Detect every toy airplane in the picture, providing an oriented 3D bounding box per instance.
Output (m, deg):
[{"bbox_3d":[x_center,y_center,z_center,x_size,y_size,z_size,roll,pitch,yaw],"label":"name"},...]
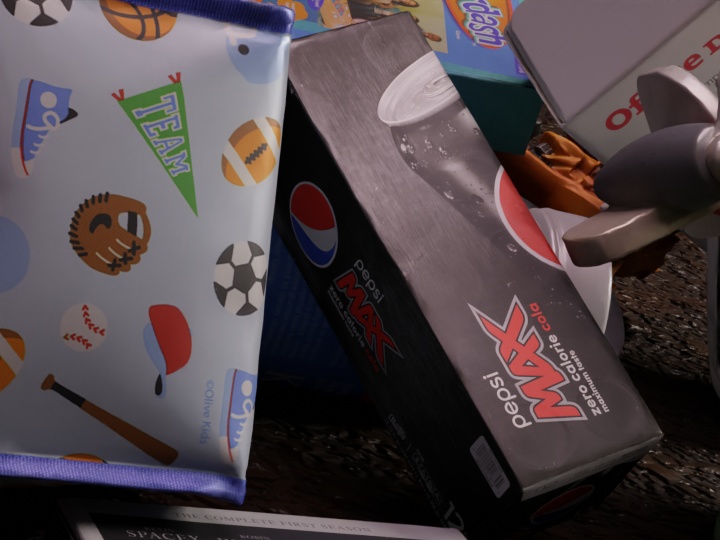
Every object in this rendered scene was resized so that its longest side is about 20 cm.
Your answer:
[{"bbox_3d":[0.183,-0.058,0.829,0.199,0.141,0.200,-4,27,10],"label":"toy airplane"}]

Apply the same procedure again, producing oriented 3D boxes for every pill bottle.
[{"bbox_3d":[0.000,0.000,0.880,0.200,0.112,0.112,11,16,-14],"label":"pill bottle"}]

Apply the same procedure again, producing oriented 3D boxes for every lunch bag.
[{"bbox_3d":[-0.138,-0.016,0.671,0.200,0.170,0.124,7,-6,-27],"label":"lunch bag"}]

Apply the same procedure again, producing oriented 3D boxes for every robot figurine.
[{"bbox_3d":[0.071,-0.057,1.117,0.200,0.058,0.145,41,41,15],"label":"robot figurine"}]

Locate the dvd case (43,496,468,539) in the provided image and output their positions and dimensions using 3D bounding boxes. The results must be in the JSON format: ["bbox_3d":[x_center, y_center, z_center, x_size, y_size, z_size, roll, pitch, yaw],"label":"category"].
[{"bbox_3d":[0.001,0.125,0.614,0.150,0.025,0.200,8,18,-25],"label":"dvd case"}]

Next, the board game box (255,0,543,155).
[{"bbox_3d":[-0.010,-0.136,1.086,0.200,0.045,0.152,9,37,-8],"label":"board game box"}]

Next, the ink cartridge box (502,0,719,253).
[{"bbox_3d":[0.191,-0.095,1.037,0.200,0.145,0.084,35,22,-43],"label":"ink cartridge box"}]

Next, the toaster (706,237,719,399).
[{"bbox_3d":[0.241,0.006,0.989,0.129,0.200,0.114,-7,21,-10],"label":"toaster"}]

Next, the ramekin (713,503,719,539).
[{"bbox_3d":[0.234,0.093,0.801,0.200,0.098,0.200,14,16,-4],"label":"ramekin"}]

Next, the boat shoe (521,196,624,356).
[{"bbox_3d":[0.038,-0.004,0.997,0.200,0.070,0.071,29,50,-27],"label":"boat shoe"}]

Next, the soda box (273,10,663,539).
[{"bbox_3d":[0.028,0.002,0.781,0.071,0.063,0.200,-17,67,-29],"label":"soda box"}]
